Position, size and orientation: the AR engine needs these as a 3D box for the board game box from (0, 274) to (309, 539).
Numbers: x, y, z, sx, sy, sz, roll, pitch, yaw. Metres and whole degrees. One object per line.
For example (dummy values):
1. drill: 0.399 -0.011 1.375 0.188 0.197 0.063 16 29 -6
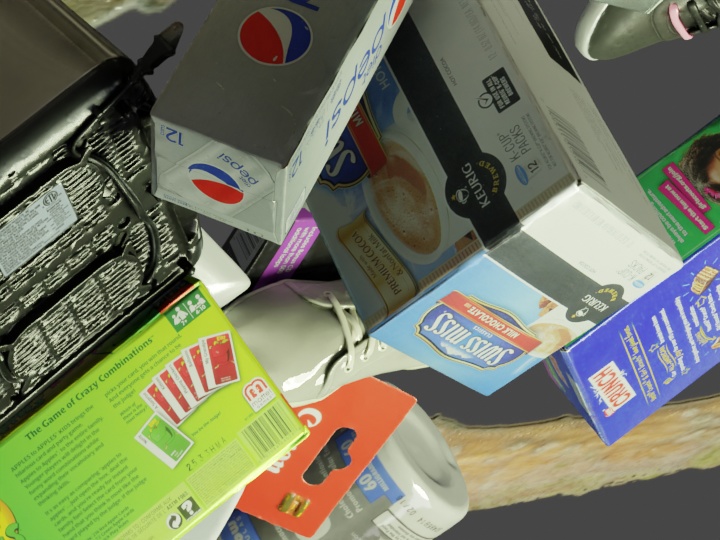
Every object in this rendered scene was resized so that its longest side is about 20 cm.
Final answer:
1. board game box: -0.136 0.102 1.164 0.200 0.048 0.102 -39 108 -12

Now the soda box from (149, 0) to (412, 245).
1. soda box: -0.025 -0.113 1.063 0.063 0.068 0.200 97 17 -57

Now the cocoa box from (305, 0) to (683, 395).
1. cocoa box: 0.047 -0.062 1.185 0.131 0.200 0.133 -35 149 16

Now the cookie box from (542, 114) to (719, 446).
1. cookie box: 0.205 0.002 1.514 0.200 0.075 0.171 -37 151 -4

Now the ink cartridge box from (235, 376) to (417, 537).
1. ink cartridge box: -0.089 0.102 1.408 0.200 0.047 0.160 22 132 -14

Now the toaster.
1. toaster: -0.173 -0.033 1.094 0.200 0.119 0.181 -40 152 -14

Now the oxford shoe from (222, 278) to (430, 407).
1. oxford shoe: -0.006 0.033 1.351 0.200 0.075 0.058 -8 169 -40

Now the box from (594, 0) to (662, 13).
1. box: 0.042 -0.196 1.006 0.200 0.159 0.046 7 136 -44

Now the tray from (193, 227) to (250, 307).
1. tray: -0.169 0.032 1.297 0.200 0.022 0.107 -34 119 14

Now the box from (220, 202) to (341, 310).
1. box: 0.000 0.000 1.418 0.200 0.036 0.143 -4 144 -35

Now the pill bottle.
1. pill bottle: -0.036 0.172 1.588 0.200 0.114 0.114 -36 150 16

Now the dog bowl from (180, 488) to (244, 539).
1. dog bowl: -0.147 0.163 1.296 0.200 0.079 0.200 -55 173 -10

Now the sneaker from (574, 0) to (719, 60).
1. sneaker: 0.218 -0.151 1.282 0.200 0.099 0.071 -30 153 10
